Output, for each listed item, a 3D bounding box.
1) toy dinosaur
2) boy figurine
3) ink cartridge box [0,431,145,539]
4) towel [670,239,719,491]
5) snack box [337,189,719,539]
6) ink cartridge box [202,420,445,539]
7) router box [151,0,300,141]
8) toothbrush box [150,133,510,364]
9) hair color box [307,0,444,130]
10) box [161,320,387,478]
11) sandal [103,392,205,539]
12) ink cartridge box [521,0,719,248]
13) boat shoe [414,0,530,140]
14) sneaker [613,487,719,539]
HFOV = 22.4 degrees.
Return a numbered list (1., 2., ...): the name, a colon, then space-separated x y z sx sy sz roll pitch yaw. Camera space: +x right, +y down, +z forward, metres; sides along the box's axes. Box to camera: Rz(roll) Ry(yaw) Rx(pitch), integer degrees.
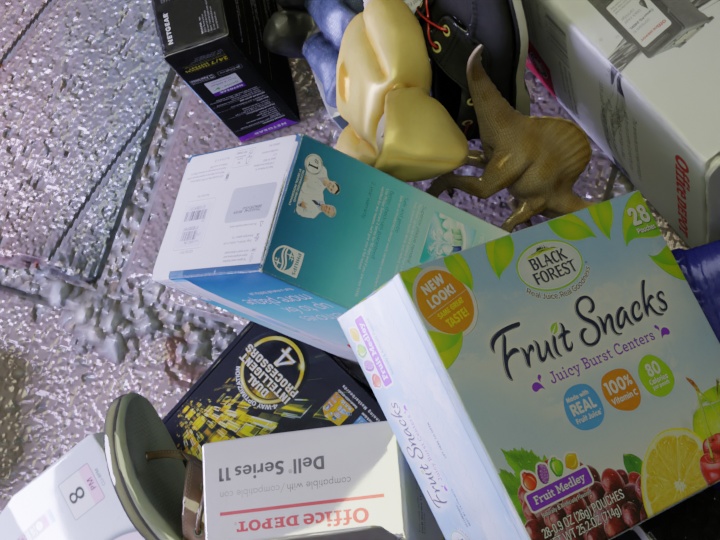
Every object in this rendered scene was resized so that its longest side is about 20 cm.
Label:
1. toy dinosaur: 0.090 -0.069 1.125 0.101 0.200 0.058 -28 38 20
2. boy figurine: 0.003 -0.108 1.104 0.064 0.125 0.200 -1 37 -25
3. ink cartridge box: -0.191 0.225 1.148 0.200 0.057 0.163 -38 70 12
4. towel: 0.241 0.046 1.085 0.199 0.050 0.149 -19 92 11
5. snack box: 0.108 0.062 0.982 0.068 0.199 0.170 -37 75 47
6. ink cartridge box: -0.014 0.131 1.011 0.116 0.200 0.068 -9 73 15
7. router box: -0.101 -0.207 1.227 0.051 0.149 0.201 -16 69 11
8. toothbrush box: 0.000 0.000 1.080 0.146 0.199 0.086 -3 67 58
9. hair color box: -0.001 -0.196 1.240 0.098 0.061 0.201 -25 67 9
10. box: -0.038 0.143 1.151 0.161 0.049 0.200 -48 66 3
11. sandal: -0.088 0.158 1.098 0.057 0.080 0.202 -36 76 14
12. ink cartridge box: 0.178 -0.122 1.112 0.083 0.145 0.200 -37 66 -5
13. boat shoe: 0.065 -0.143 1.095 0.063 0.202 0.074 -15 60 -2
14. sneaker: 0.149 0.150 1.066 0.200 0.088 0.076 41 47 -1
